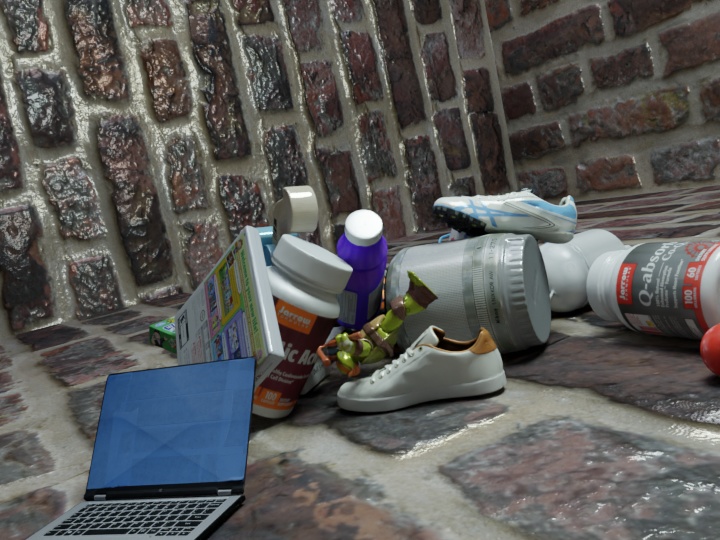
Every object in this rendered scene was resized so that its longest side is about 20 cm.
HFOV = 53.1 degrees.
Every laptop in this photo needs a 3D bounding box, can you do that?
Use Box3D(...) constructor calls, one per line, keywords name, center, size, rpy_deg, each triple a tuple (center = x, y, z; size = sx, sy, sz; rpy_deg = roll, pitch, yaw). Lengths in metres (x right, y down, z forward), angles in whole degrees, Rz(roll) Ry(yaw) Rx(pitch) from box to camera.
Box3D(name="laptop", center=(-0.208, 0.170, 0.650), size=(0.186, 0.116, 0.200), rpy_deg=(-10, 6, 22))

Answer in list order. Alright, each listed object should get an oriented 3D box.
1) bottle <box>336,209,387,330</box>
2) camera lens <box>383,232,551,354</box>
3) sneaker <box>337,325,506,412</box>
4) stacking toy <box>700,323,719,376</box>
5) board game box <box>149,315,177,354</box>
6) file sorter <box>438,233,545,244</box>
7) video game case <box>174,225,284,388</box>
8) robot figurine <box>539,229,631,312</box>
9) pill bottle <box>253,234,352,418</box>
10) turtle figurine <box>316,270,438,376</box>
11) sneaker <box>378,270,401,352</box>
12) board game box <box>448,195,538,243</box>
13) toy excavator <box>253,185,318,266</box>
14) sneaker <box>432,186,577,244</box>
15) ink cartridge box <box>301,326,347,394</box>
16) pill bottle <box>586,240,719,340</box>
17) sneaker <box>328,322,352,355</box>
Box3D(name="bottle", center=(0.000, 0.000, 0.959), size=(0.065, 0.084, 0.200), rpy_deg=(14, -33, 7))
Box3D(name="camera lens", center=(0.142, 0.037, 0.980), size=(0.199, 0.161, 0.160), rpy_deg=(-8, 7, 26))
Box3D(name="sneaker", center=(0.063, 0.109, 0.839), size=(0.199, 0.085, 0.073), rpy_deg=(-13, 7, 12))
Box3D(name="stacking toy", center=(0.398, 0.069, 0.637), size=(0.085, 0.086, 0.200), rpy_deg=(-15, 2, -29))
Box3D(name="board game box", center=(-0.176, 0.077, 1.023), size=(0.134, 0.029, 0.200), rpy_deg=(13, 22, 35))
Box3D(name="file sorter", center=(0.281, -0.031, 1.511), size=(0.199, 0.123, 0.139), rpy_deg=(-7, 8, 36))
Box3D(name="video game case", center=(-0.161, 0.076, 0.846), size=(0.022, 0.200, 0.182), rpy_deg=(21, -55, -35))
Box3D(name="robot figurine", center=(0.346, 0.001, 1.146), size=(0.199, 0.113, 0.169), rpy_deg=(-15, 30, -30))
Box3D(name="pill bottle", center=(-0.094, 0.066, 0.880), size=(0.114, 0.201, 0.114), rpy_deg=(25, 8, -4))
Box3D(name="turtle figurine", center=(0.022, 0.074, 0.867), size=(0.161, 0.064, 0.200), rpy_deg=(-45, -10, 3))
Box3D(name="sneaker", center=(0.035, 0.089, 1.135), size=(0.077, 0.112, 0.200), rpy_deg=(-24, -26, -6))
Box3D(name="board game box", center=(0.189, -0.012, 1.081), size=(0.126, 0.201, 0.035), rpy_deg=(5, 34, -11))
Box3D(name="toy excavator", center=(-0.114, -0.032, 0.988), size=(0.099, 0.201, 0.194), rpy_deg=(-8, 23, -24))
Box3D(name="sneaker", center=(0.196, -0.081, 0.985), size=(0.199, 0.073, 0.072), rpy_deg=(7, -12, -5))
Box3D(name="ink cartridge box", center=(-0.117, 0.134, 1.018), size=(0.199, 0.068, 0.117), rpy_deg=(-11, 6, 19))
Box3D(name="pill bottle", center=(0.379, 0.023, 0.874), size=(0.115, 0.116, 0.200), rpy_deg=(-14, 6, -24))
Box3D(name="sneaker", center=(-0.096, 0.093, 1.109), size=(0.199, 0.078, 0.140), rpy_deg=(4, -6, -31))
